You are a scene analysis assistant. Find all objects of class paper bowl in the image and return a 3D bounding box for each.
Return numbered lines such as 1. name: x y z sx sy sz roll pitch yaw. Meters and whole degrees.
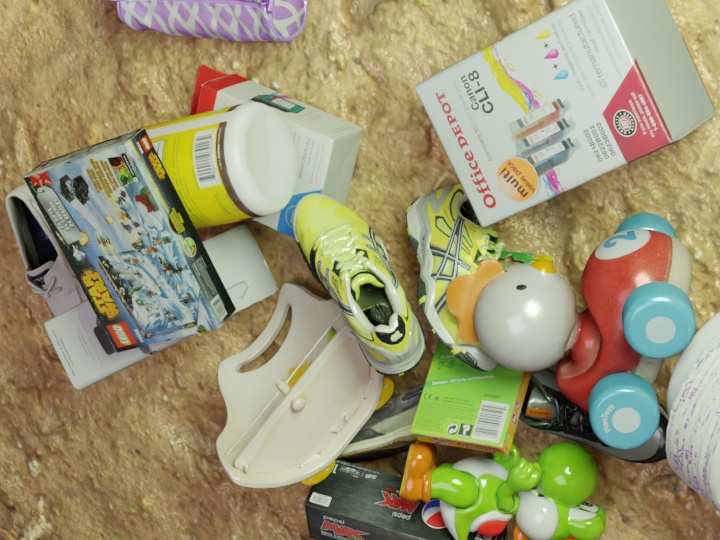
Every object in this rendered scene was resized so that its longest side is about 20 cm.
1. paper bowl: 0.344 0.106 1.397 0.104 0.199 0.202 42 124 41

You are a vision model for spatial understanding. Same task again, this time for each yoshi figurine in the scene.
1. yoshi figurine: 0.144 0.197 1.560 0.198 0.113 0.113 13 139 8

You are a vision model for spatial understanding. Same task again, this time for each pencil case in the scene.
1. pencil case: -0.147 -0.270 1.609 0.198 0.085 0.085 6 107 28

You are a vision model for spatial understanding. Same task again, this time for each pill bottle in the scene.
1. pill bottle: -0.168 -0.094 1.580 0.198 0.109 0.110 -9 101 32

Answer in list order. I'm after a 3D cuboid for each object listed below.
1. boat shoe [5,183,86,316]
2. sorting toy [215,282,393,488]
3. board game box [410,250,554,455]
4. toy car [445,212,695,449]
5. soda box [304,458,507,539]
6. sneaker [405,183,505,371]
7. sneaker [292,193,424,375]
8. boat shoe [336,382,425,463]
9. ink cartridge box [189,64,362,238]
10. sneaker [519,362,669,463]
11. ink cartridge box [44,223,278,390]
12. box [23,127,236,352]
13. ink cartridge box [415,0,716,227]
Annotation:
1. boat shoe: -0.346 0.000 1.812 0.073 0.065 0.202 -21 95 31
2. sorting toy: -0.072 0.103 1.650 0.200 0.107 0.180 -51 43 8
3. board game box: 0.120 0.073 1.542 0.095 0.030 0.202 6 66 27
4. toy car: 0.176 0.031 1.431 0.198 0.185 0.178 16 115 -2
5. soda box: 0.046 0.255 1.634 0.198 0.064 0.071 14 142 17
6. sneaker: 0.098 0.000 1.522 0.076 0.075 0.202 -34 55 28
7. sneaker: 0.000 0.000 1.517 0.075 0.077 0.201 -30 64 -9
8. boat shoe: 0.034 0.150 1.655 0.200 0.071 0.067 -21 73 34
9. ink cartridge box: -0.107 -0.121 1.643 0.199 0.067 0.117 24 115 21
10. sneaker: 0.203 0.136 1.548 0.199 0.079 0.075 22 113 20
11. ink cartridge box: -0.207 0.036 1.701 0.199 0.145 0.084 -26 92 32
12. box: -0.221 -0.025 1.554 0.136 0.040 0.201 -13 112 32
13. ink cartridge box: 0.180 -0.151 1.432 0.199 0.144 0.146 -25 93 33
